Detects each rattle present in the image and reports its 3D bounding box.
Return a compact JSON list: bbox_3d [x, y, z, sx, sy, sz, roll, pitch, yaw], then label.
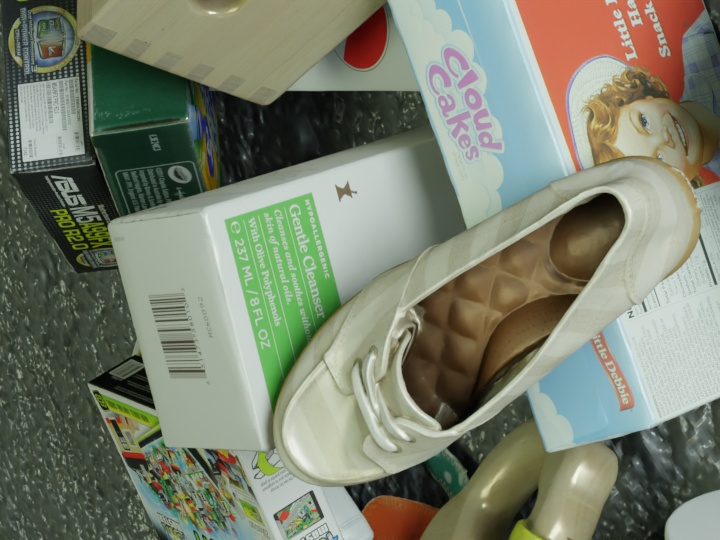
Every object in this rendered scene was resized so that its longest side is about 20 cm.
[{"bbox_3d":[0.094,0.144,0.945,0.200,0.142,0.131,148,135,-68],"label":"rattle"}]

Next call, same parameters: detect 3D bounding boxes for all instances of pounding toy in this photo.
[{"bbox_3d":[-0.045,-0.212,0.815,0.200,0.142,0.185,-36,47,44],"label":"pounding toy"}]

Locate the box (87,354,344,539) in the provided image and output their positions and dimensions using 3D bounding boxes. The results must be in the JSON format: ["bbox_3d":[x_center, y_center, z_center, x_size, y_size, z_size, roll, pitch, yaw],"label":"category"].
[{"bbox_3d":[-0.076,0.113,1.036,0.200,0.035,0.110,10,126,61],"label":"box"}]

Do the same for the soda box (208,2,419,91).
[{"bbox_3d":[0.005,-0.121,0.917,0.200,0.068,0.064,8,109,50],"label":"soda box"}]

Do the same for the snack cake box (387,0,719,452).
[{"bbox_3d":[0.100,-0.040,0.787,0.067,0.115,0.201,-22,86,53],"label":"snack cake box"}]

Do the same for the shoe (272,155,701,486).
[{"bbox_3d":[0.036,0.022,0.725,0.200,0.053,0.070,-37,84,25],"label":"shoe"}]

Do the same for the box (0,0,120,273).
[{"bbox_3d":[-0.153,-0.118,1.028,0.160,0.044,0.201,78,-175,-71],"label":"box"}]

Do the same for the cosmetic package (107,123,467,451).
[{"bbox_3d":[0.000,0.000,0.862,0.085,0.200,0.108,-5,103,53],"label":"cosmetic package"}]

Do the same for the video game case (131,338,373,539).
[{"bbox_3d":[-0.070,0.106,1.091,0.182,0.023,0.200,55,157,13],"label":"video game case"}]

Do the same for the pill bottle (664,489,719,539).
[{"bbox_3d":[0.171,0.196,0.797,0.111,0.111,0.201,13,114,49],"label":"pill bottle"}]

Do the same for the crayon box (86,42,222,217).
[{"bbox_3d":[-0.107,-0.122,0.992,0.126,0.051,0.201,81,-179,-61],"label":"crayon box"}]
